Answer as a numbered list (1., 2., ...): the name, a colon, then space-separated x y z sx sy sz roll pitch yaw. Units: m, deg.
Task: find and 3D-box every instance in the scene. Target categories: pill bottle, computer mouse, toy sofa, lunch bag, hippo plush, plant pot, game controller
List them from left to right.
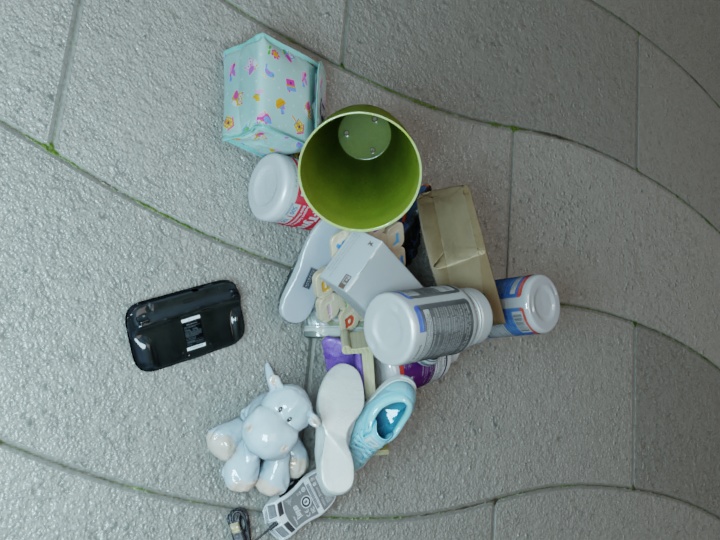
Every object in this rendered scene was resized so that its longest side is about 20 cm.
1. game controller: -0.260 0.082 1.341 0.199 0.042 0.105 -16 108 -42
2. hippo plush: -0.116 0.243 1.330 0.159 0.161 0.200 46 55 -7
3. computer mouse: -0.120 0.387 1.403 0.199 0.044 0.110 -29 97 -35
4. lunch bag: -0.124 -0.271 1.466 0.199 0.121 0.172 16 68 -47
5. pill bottle: -0.078 -0.123 1.483 0.199 0.112 0.113 9 76 -40
6. toy sofa: -0.009 0.203 1.451 0.097 0.083 0.201 -5 106 -2
7. plant pot: 0.002 -0.186 1.403 0.188 0.186 0.200 55 16 -20
8. pill bottle: 0.085 0.156 1.579 0.199 0.112 0.113 -15 93 -43
9. pill bottle: 0.112 0.082 1.400 0.199 0.113 0.115 -5 86 -43
10. pill bottle: 0.271 0.072 1.700 0.112 0.199 0.113 7 79 -43

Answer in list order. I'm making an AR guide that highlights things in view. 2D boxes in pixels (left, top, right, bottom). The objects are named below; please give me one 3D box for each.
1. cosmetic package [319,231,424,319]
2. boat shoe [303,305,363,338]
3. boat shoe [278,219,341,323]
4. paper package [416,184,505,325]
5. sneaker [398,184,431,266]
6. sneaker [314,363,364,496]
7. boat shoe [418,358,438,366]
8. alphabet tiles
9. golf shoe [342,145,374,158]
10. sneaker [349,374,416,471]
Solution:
1. cosmetic package: 0.030 0.029 1.429 0.102 0.074 0.200 -54 137 -10
2. boat shoe: -0.011 0.081 1.536 0.201 0.074 0.065 -2 88 -35
3. boat shoe: -0.079 -0.010 1.442 0.068 0.057 0.201 30 89 -21
4. paper package: 0.180 -0.016 1.591 0.191 0.103 0.201 -97 169 -45
5. sneaker: 0.072 -0.078 1.636 0.201 0.078 0.076 -62 146 -36
6. sneaker: -0.044 0.246 1.368 0.075 0.089 0.201 12 69 -13
7. boat shoe: 0.097 0.072 1.540 0.068 0.057 0.201 3 47 -32
8. alphabet tiles: 0.000 0.000 1.451 0.200 0.015 0.197 -34 134 -32
9. golf shoe: 0.010 -0.203 1.593 0.199 0.091 0.076 -11 88 -44
10. sneaker: 0.014 0.251 1.378 0.074 0.200 0.082 32 16 -7
